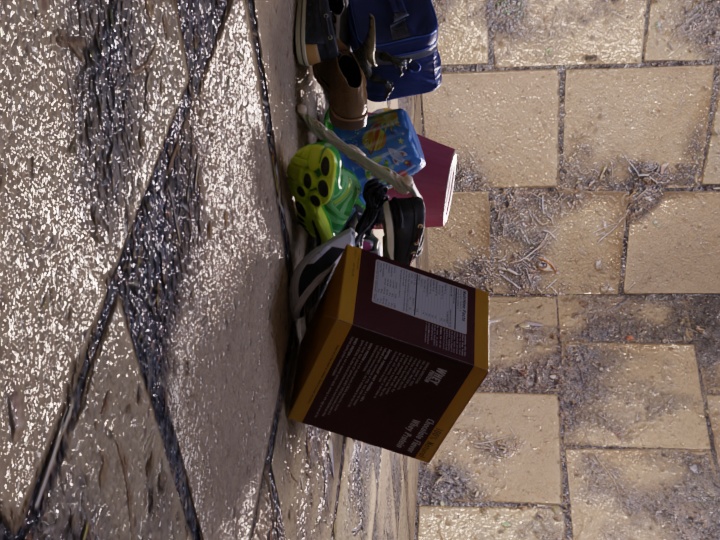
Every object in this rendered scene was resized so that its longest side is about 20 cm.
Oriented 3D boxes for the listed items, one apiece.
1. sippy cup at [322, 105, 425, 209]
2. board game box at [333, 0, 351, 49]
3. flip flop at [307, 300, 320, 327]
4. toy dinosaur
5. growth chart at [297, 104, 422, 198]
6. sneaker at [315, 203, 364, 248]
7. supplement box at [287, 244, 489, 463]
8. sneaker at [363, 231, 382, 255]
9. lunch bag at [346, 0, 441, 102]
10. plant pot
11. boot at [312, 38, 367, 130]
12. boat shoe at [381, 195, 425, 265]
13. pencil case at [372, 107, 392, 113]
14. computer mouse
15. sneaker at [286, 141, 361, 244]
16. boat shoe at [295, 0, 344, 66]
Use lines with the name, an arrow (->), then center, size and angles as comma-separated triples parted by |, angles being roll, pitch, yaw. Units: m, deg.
sippy cup -> 0.024, -0.177, 1.724 | 0.178, 0.129, 0.141 | 52, 18, -58
board game box -> -0.031, -0.354, 1.840 | 0.200, 0.025, 0.204 | 63, 29, -74
flip flop -> -0.039, 0.110, 1.623 | 0.081, 0.057, 0.204 | -8, 91, -83
toy dinosaur -> 0.020, -0.300, 1.658 | 0.048, 0.087, 0.200 | -60, -174, -18
growth chart -> 0.001, -0.155, 1.570 | 0.018, 0.198, 0.145 | -56, 176, -2
sneaker -> -0.029, -0.015, 1.603 | 0.081, 0.073, 0.202 | 24, 43, -42
supplement box -> 0.036, 0.109, 1.447 | 0.134, 0.197, 0.199 | -82, -166, -47
sneaker -> 0.000, 0.000, 1.718 | 0.089, 0.080, 0.202 | 97, -26, -59
lunch bag -> 0.051, -0.368, 1.784 | 0.133, 0.134, 0.202 | 80, -2, -46
plant pot -> 0.063, -0.150, 1.892 | 0.200, 0.176, 0.204 | 10, 90, -82
boot -> -0.022, -0.279, 1.574 | 0.201, 0.072, 0.076 | -107, -163, -49
boat shoe -> 0.060, -0.035, 1.614 | 0.202, 0.062, 0.075 | 90, -11, -60
pencil case -> 0.041, -0.242, 2.184 | 0.083, 0.090, 0.201 | 45, 22, -17
computer mouse -> -0.037, -0.025, 1.472 | 0.201, 0.044, 0.110 | -50, 170, -21
sneaker -> -0.044, -0.111, 1.463 | 0.084, 0.074, 0.201 | -48, 164, -20
boat shoe -> -0.051, -0.367, 1.534 | 0.075, 0.061, 0.203 | 68, 22, -67
